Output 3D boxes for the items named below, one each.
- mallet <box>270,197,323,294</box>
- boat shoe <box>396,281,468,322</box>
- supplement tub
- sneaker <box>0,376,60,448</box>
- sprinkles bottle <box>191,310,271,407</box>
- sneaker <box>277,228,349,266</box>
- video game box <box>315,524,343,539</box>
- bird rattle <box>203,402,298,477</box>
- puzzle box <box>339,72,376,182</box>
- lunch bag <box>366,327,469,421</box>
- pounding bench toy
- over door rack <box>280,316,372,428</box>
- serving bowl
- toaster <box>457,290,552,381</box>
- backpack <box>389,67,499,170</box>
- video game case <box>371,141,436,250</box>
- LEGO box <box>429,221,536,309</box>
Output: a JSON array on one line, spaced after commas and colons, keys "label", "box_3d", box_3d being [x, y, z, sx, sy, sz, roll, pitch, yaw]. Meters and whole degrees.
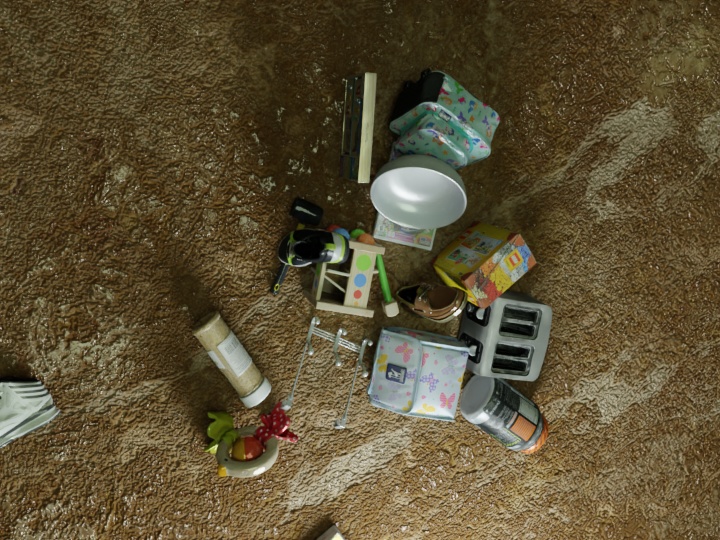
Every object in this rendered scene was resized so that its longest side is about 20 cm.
[{"label": "mallet", "box_3d": [-0.148, -0.051, 1.415, 0.065, 0.041, 0.203, 28, 96, -19]}, {"label": "boat shoe", "box_3d": [0.141, 0.062, 1.440, 0.067, 0.198, 0.073, 34, 67, -22]}, {"label": "supplement tub", "box_3d": [0.334, 0.331, 1.594, 0.198, 0.122, 0.124, 36, 89, -20]}, {"label": "sneaker", "box_3d": [-0.683, 0.269, 1.300, 0.197, 0.075, 0.118, -28, 99, -18]}, {"label": "sprinkles bottle", "box_3d": [-0.261, 0.181, 1.406, 0.067, 0.068, 0.203, -34, 108, -8]}, {"label": "sneaker", "box_3d": [-0.106, -0.049, 1.312, 0.081, 0.196, 0.074, 5, 84, -45]}, {"label": "video game box", "box_3d": [-0.075, 0.717, 1.585, 0.180, 0.047, 0.203, -35, 109, -6]}, {"label": "bird rattle", "box_3d": [-0.224, 0.361, 1.414, 0.193, 0.164, 0.116, 4, 119, -9]}, {"label": "puzzle box", "box_3d": [-0.007, -0.280, 1.360, 0.025, 0.133, 0.207, 1, 100, -18]}, {"label": "lunch bag", "box_3d": [0.121, 0.224, 1.507, 0.194, 0.127, 0.175, 12, 95, -12]}, {"label": "pounding bench toy", "box_3d": [0.000, 0.000, 1.422, 0.194, 0.124, 0.161, 10, 98, -19]}, {"label": "over door rack", "box_3d": [-0.064, 0.219, 1.456, 0.145, 0.066, 0.205, 23, 79, -20]}, {"label": "serving bowl", "box_3d": [0.120, -0.168, 1.392, 0.196, 0.200, 0.067, 24, 58, -19]}, {"label": "toaster", "box_3d": [0.326, 0.144, 1.556, 0.194, 0.119, 0.187, 9, 99, -19]}, {"label": "backpack", "box_3d": [0.173, -0.285, 1.385, 0.196, 0.176, 0.155, 20, 75, -23]}, {"label": "video game case", "box_3d": [0.111, -0.158, 1.481, 0.139, 0.018, 0.206, 11, 97, -19]}, {"label": "LEGO box", "box_3d": [0.252, -0.017, 1.458, 0.148, 0.200, 0.078, -39, 109, -5]}]
